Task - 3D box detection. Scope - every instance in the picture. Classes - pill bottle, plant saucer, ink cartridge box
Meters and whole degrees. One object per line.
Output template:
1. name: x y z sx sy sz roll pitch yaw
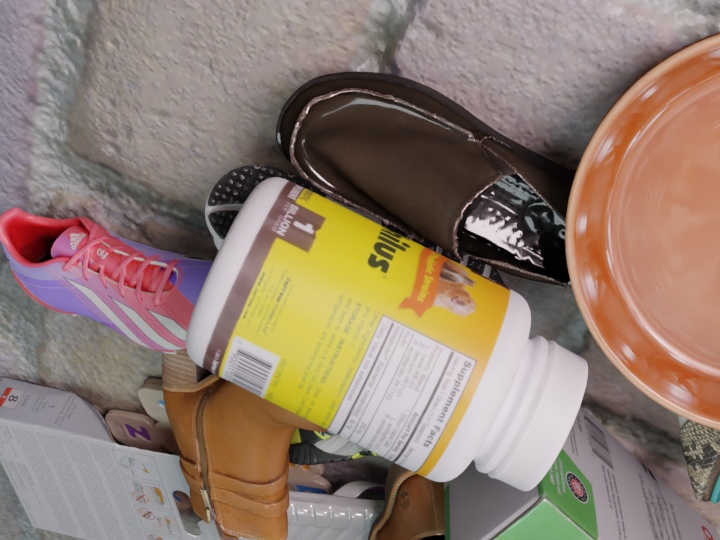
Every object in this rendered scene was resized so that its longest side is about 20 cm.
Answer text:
1. pill bottle: 0.015 0.039 0.655 0.198 0.110 0.110 26 139 -1
2. plant saucer: 0.200 -0.018 0.600 0.197 0.032 0.203 4 106 12
3. ink cartridge box: 0.149 0.177 0.777 0.200 0.146 0.084 41 112 -16
4. ink cartridge box: -0.206 0.171 1.036 0.197 0.050 0.163 7 136 15

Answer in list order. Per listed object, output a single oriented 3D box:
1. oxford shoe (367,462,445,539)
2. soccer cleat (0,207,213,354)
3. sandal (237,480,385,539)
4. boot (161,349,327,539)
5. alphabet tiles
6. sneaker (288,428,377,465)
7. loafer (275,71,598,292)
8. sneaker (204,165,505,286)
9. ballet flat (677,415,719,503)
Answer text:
1. oxford shoe: 0.043 0.207 0.874 0.070 0.072 0.201 -7 142 -4
2. soccer cleat: -0.159 0.003 0.810 0.198 0.067 0.077 11 148 33
3. sandal: 0.003 0.188 0.942 0.200 0.050 0.083 13 131 -12
4. boot: -0.062 0.117 0.829 0.199 0.073 0.157 18 118 50
5. alphabet tiles: -0.108 0.163 1.000 0.193 0.015 0.202 6 135 25
6. sneaker: 0.004 0.088 0.841 0.199 0.075 0.077 -23 76 54
7. loafer: 0.049 -0.047 0.654 0.198 0.071 0.074 20 110 -2
8. sneaker: 0.000 0.000 0.754 0.198 0.074 0.080 26 159 1
9. ballet flat: 0.218 0.047 0.696 0.075 0.068 0.201 38 136 19
